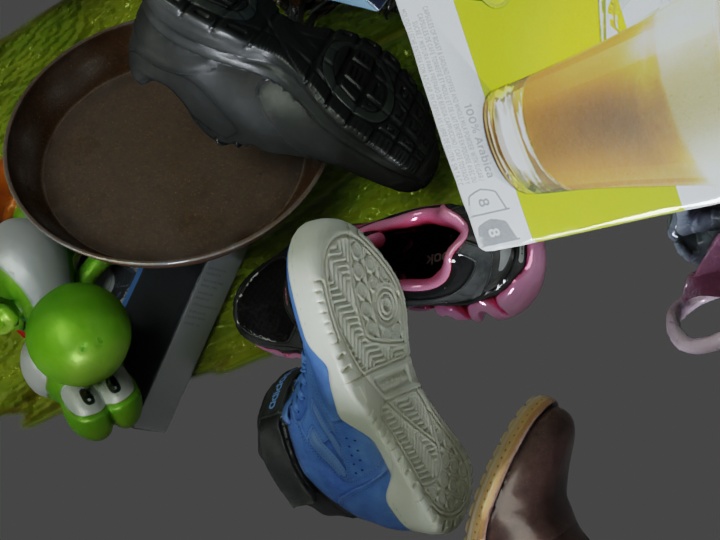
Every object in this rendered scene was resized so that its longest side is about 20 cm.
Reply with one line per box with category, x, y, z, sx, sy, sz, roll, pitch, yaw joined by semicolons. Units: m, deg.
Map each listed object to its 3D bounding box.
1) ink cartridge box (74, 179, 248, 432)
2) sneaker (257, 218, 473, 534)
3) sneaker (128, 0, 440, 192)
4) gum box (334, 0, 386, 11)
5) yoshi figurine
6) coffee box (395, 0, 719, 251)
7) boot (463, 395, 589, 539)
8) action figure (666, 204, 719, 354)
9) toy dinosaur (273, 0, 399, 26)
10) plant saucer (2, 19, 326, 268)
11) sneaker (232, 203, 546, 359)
ink cartridge box;-0.126;-0.008;1.066;0.099;0.039;0.200;27;94;33
sneaker;-0.022;0.061;0.917;0.111;0.200;0.077;-2;39;35
sneaker;-0.045;-0.102;0.978;0.200;0.076;0.091;34;134;2
gum box;0.002;-0.234;0.948;0.170;0.045;0.200;-54;29;-4
yoshi figurine;-0.191;0.007;1.020;0.112;0.112;0.200;-42;64;11
coffee box;0.141;-0.151;0.753;0.198;0.200;0.200;-12;107;27
boot;0.133;0.177;0.868;0.166;0.072;0.200;13;86;20
action figure;0.249;-0.013;0.801;0.200;0.134;0.149;4;117;8
toy dinosaur;0.030;-0.205;0.983;0.200;0.102;0.136;-54;39;36
plant saucer;-0.114;-0.074;1.024;0.200;0.035;0.200;-2;52;3
sneaker;0.000;0.000;0.955;0.200;0.095;0.079;-16;74;29
